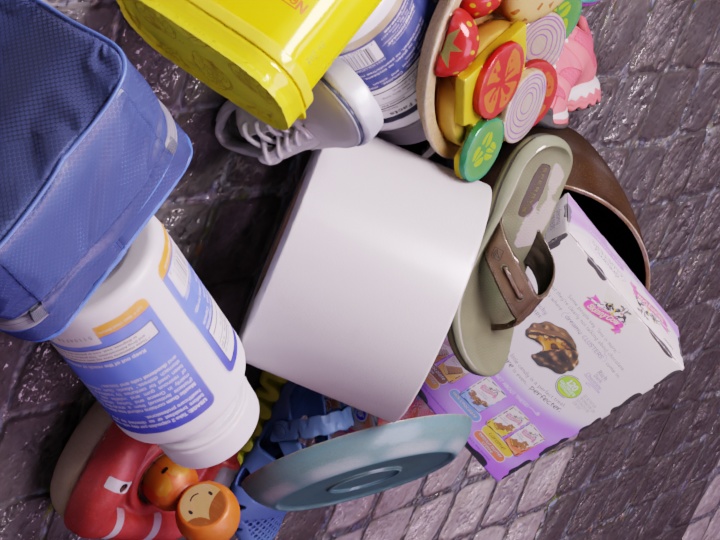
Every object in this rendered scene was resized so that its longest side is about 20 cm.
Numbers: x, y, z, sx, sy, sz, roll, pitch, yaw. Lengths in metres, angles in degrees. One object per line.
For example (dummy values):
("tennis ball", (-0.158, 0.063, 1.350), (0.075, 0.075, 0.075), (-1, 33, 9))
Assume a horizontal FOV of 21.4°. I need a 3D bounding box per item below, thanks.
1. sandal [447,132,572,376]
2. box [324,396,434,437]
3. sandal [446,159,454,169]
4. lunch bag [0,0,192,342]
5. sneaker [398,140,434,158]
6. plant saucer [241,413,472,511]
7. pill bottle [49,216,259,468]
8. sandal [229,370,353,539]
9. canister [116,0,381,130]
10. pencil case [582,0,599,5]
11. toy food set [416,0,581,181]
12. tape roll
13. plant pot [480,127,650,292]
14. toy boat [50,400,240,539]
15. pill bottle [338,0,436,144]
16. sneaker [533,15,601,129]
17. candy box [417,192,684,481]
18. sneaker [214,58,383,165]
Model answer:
("sandal", (0.123, -0.008, 1.494), (0.080, 0.057, 0.202), (2, 112, -46))
("box", (0.049, 0.073, 1.753), (0.200, 0.094, 0.103), (-31, 142, -38))
("sandal", (0.114, -0.171, 1.673), (0.201, 0.048, 0.075), (-65, 155, -12))
("lunch bag", (-0.210, -0.053, 1.201), (0.200, 0.136, 0.132), (-52, 150, -8))
("sneaker", (0.089, -0.162, 1.570), (0.093, 0.070, 0.200), (-9, 142, -44))
("plant saucer", (0.000, 0.163, 1.574), (0.199, 0.028, 0.200), (-15, 166, -4))
("pill bottle", (-0.151, 0.054, 1.376), (0.112, 0.112, 0.200), (-47, 135, -17))
("sandal", (-0.064, 0.168, 1.687), (0.079, 0.087, 0.201), (-20, 136, -50))
("canister", (-0.047, -0.215, 1.279), (0.200, 0.148, 0.087), (-52, 161, -12))
("pencil case", (0.191, -0.329, 1.586), (0.092, 0.085, 0.201), (-8, 127, -34))
("toy food set", (0.111, -0.172, 1.443), (0.200, 0.048, 0.199), (-45, 149, -34))
("tape roll", (0.000, 0.000, 1.478), (0.203, 0.138, 0.204), (-157, -90, -84))
("plant pot", (0.165, -0.045, 1.714), (0.200, 0.186, 0.188), (-79, -179, -58))
("toy boat", (-0.150, 0.172, 1.515), (0.131, 0.130, 0.200), (-60, 151, 6))
("pill bottle", (0.008, -0.174, 1.436), (0.111, 0.111, 0.200), (-53, 151, -7))
("sneaker", (0.153, -0.174, 1.631), (0.200, 0.073, 0.087), (-36, 128, -63))
("candy box", (0.145, 0.059, 1.616), (0.199, 0.168, 0.072), (-33, -158, 21))
("sneaker", (-0.047, -0.105, 1.364), (0.071, 0.200, 0.073), (-41, 104, -17))
